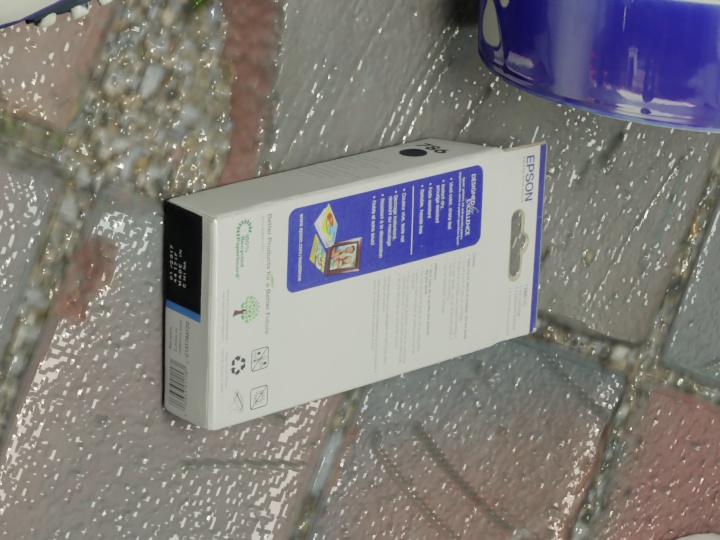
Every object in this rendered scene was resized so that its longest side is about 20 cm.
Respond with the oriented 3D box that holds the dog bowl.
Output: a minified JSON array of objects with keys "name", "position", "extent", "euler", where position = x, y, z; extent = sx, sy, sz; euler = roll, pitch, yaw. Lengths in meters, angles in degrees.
[{"name":"dog bowl","position":[0.152,-0.125,1.134],"extent":[0.200,0.200,0.079],"euler":[-13,117,-40]}]

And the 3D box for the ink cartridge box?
[{"name":"ink cartridge box","position":[0.000,0.000,1.150],"extent":[0.200,0.039,0.100],"euler":[-13,114,-39]}]

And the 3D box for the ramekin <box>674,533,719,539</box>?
[{"name":"ramekin","position":[0.198,0.253,1.392],"extent":[0.200,0.098,0.201],"euler":[-18,117,-39]}]

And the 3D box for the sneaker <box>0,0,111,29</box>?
[{"name":"sneaker","position":[-0.085,-0.125,0.993],"extent":[0.200,0.081,0.146],"euler":[-35,153,-2]}]
